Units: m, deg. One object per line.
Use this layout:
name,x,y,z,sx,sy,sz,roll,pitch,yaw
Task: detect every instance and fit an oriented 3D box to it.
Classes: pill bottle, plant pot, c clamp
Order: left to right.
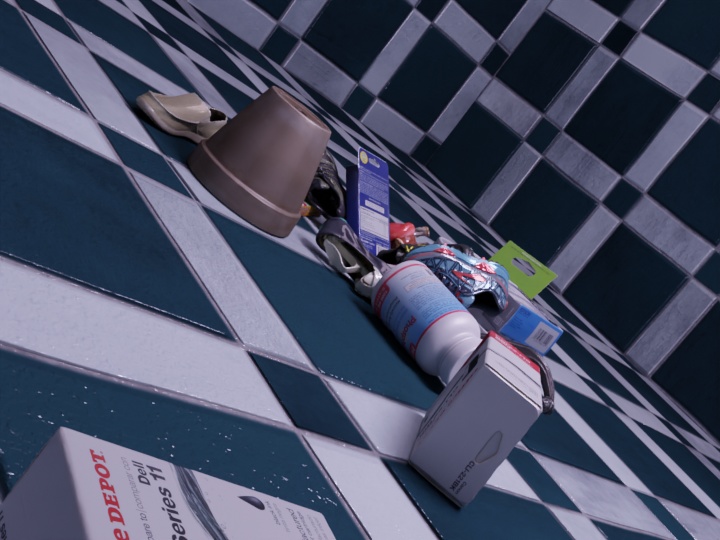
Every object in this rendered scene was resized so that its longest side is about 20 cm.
plant pot,-0.142,-0.182,1.519,0.199,0.174,0.200,36,11,-8
pill bottle,0.108,0.084,1.449,0.108,0.109,0.200,26,17,-47
c clamp,0.231,0.176,1.498,0.198,0.027,0.173,11,48,-35

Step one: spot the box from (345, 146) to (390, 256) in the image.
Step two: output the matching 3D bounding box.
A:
box,0.015,-0.113,1.786,0.032,0.204,0.121,-6,-13,29

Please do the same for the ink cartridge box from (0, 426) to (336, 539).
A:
ink cartridge box,-0.086,0.182,0.516,0.199,0.083,0.147,29,15,-39

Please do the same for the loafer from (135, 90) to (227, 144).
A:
loafer,-0.291,-0.261,1.607,0.076,0.069,0.199,44,12,24

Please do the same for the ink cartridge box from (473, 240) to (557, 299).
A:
ink cartridge box,0.267,0.016,1.932,0.148,0.199,0.076,40,-16,38

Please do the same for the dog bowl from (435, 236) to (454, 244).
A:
dog bowl,0.228,0.019,2.157,0.199,0.079,0.200,38,11,-8

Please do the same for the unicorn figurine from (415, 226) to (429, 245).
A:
unicorn figurine,0.074,-0.068,2.001,0.135,0.075,0.200,2,-12,2

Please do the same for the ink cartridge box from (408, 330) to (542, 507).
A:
ink cartridge box,0.137,0.166,1.135,0.083,0.145,0.200,37,11,3

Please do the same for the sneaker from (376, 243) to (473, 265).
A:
sneaker,0.107,-0.010,1.711,0.084,0.198,0.076,28,60,-41

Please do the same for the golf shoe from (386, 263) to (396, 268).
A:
golf shoe,0.090,0.034,1.683,0.199,0.076,0.092,30,11,-44

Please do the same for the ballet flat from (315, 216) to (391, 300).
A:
ballet flat,0.000,0.000,1.565,0.200,0.073,0.073,48,13,9

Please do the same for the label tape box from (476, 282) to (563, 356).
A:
label tape box,0.245,0.050,1.712,0.143,0.066,0.200,29,17,-42

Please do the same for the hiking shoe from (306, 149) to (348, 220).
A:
hiking shoe,-0.076,-0.168,1.765,0.201,0.075,0.101,55,10,6

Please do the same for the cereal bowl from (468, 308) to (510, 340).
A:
cereal bowl,0.216,0.136,1.657,0.199,0.084,0.200,38,11,-9

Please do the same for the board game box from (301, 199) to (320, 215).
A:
board game box,-0.125,-0.138,1.777,0.095,0.030,0.200,42,9,9

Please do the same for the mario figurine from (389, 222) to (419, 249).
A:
mario figurine,0.092,-0.001,1.880,0.201,0.105,0.124,52,-22,11

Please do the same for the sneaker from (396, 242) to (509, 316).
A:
sneaker,0.153,0.021,1.566,0.197,0.080,0.097,12,53,-14
